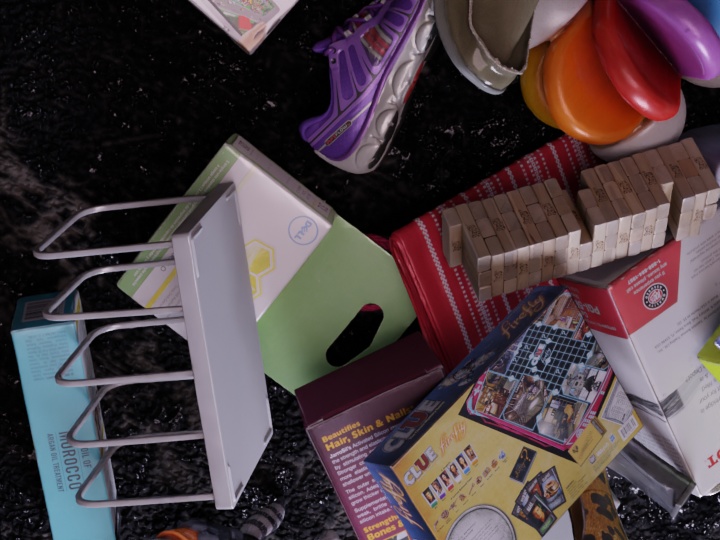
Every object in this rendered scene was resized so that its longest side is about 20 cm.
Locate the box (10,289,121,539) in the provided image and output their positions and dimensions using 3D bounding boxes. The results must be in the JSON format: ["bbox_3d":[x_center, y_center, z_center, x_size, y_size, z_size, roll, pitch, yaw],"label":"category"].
[{"bbox_3d":[-0.225,0.122,1.349,0.049,0.082,0.201,-9,108,-4],"label":"box"}]

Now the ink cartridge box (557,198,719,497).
[{"bbox_3d":[0.264,0.054,1.385,0.147,0.083,0.200,-33,110,-18],"label":"ink cartridge box"}]

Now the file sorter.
[{"bbox_3d":[-0.149,0.055,1.258,0.124,0.139,0.201,-4,106,10],"label":"file sorter"}]

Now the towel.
[{"bbox_3d":[0.123,-0.009,1.362,0.200,0.022,0.145,-30,110,-23],"label":"towel"}]

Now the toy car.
[{"bbox_3d":[0.211,-0.175,1.289,0.200,0.150,0.175,-43,108,5],"label":"toy car"}]

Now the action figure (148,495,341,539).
[{"bbox_3d":[-0.126,0.227,1.356,0.200,0.193,0.105,-2,83,28],"label":"action figure"}]

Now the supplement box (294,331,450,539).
[{"bbox_3d":[0.041,0.163,1.313,0.110,0.086,0.200,-25,108,-2],"label":"supplement box"}]

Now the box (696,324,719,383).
[{"bbox_3d":[0.348,0.073,1.355,0.200,0.048,0.122,46,74,-25],"label":"box"}]

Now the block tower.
[{"bbox_3d":[0.162,-0.037,1.295,0.200,0.058,0.054,-16,144,-8],"label":"block tower"}]

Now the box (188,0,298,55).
[{"bbox_3d":[-0.120,-0.263,1.270,0.200,0.035,0.110,41,97,-18],"label":"box"}]

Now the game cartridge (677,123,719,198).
[{"bbox_3d":[0.353,-0.099,1.345,0.199,0.133,0.042,-12,101,-6],"label":"game cartridge"}]

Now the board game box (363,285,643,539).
[{"bbox_3d":[0.107,0.124,1.261,0.200,0.035,0.136,-42,115,-27],"label":"board game box"}]

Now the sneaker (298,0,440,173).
[{"bbox_3d":[0.013,-0.173,1.301,0.083,0.081,0.200,26,95,5],"label":"sneaker"}]

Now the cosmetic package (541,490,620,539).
[{"bbox_3d":[0.097,0.169,1.414,0.200,0.090,0.107,33,99,-20],"label":"cosmetic package"}]

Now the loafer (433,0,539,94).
[{"bbox_3d":[0.102,-0.223,1.246,0.075,0.070,0.201,22,63,-40],"label":"loafer"}]

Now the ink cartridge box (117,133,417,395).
[{"bbox_3d":[-0.063,0.013,1.333,0.200,0.048,0.146,38,106,-5],"label":"ink cartridge box"}]

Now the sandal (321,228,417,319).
[{"bbox_3d":[0.000,0.000,1.365,0.199,0.045,0.075,9,104,-12],"label":"sandal"}]

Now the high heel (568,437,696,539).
[{"bbox_3d":[0.146,0.186,1.327,0.142,0.071,0.200,36,56,16],"label":"high heel"}]
